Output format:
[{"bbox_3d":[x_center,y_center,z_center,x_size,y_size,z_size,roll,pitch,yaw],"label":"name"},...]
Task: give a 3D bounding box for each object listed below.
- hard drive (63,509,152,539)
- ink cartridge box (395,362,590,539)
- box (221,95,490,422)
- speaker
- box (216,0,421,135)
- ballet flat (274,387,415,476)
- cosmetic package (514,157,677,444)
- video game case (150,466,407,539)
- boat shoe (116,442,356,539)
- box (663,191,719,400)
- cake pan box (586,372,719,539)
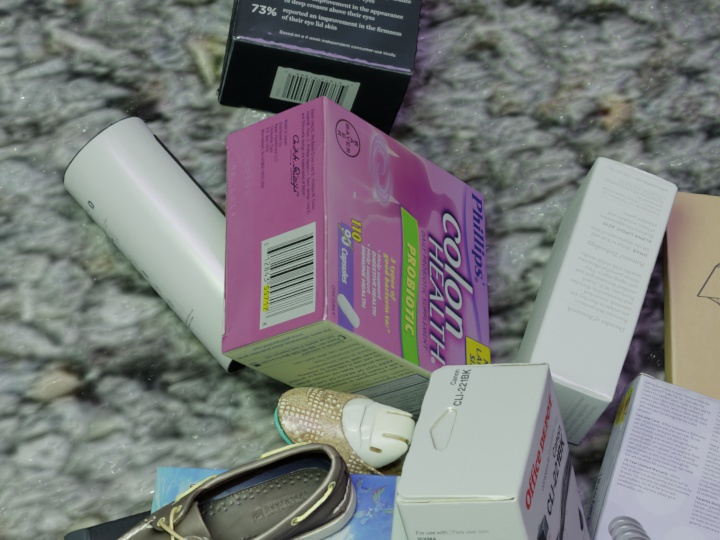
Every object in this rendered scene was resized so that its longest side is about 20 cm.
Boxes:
[{"bbox_3d":[-0.123,0.259,1.348,0.135,0.042,0.200,-13,69,-17],"label":"hard drive"},{"bbox_3d":[0.097,0.181,1.301,0.084,0.200,0.144,-5,34,19],"label":"ink cartridge box"},{"bbox_3d":[0.000,0.000,1.407,0.200,0.097,0.176,29,52,-46],"label":"box"},{"bbox_3d":[-0.133,-0.018,1.454,0.081,0.081,0.200,-37,76,-24],"label":"speaker"},{"bbox_3d":[-0.027,-0.229,1.562,0.148,0.104,0.200,11,63,-6],"label":"box"},{"bbox_3d":[0.030,0.129,1.381,0.200,0.065,0.071,30,49,-32],"label":"ballet flat"},{"bbox_3d":[0.177,0.023,1.489,0.074,0.102,0.200,20,64,-1],"label":"cosmetic package"},{"bbox_3d":[-0.051,0.224,1.297,0.200,0.045,0.181,1,57,7],"label":"video game case"},{"bbox_3d":[-0.099,0.172,1.272,0.200,0.060,0.072,-23,57,-7],"label":"boat shoe"},{"bbox_3d":[0.324,0.036,1.557,0.163,0.021,0.200,7,65,-8],"label":"box"},{"bbox_3d":[0.272,0.195,1.447,0.200,0.052,0.184,18,72,-2],"label":"cake pan box"}]
